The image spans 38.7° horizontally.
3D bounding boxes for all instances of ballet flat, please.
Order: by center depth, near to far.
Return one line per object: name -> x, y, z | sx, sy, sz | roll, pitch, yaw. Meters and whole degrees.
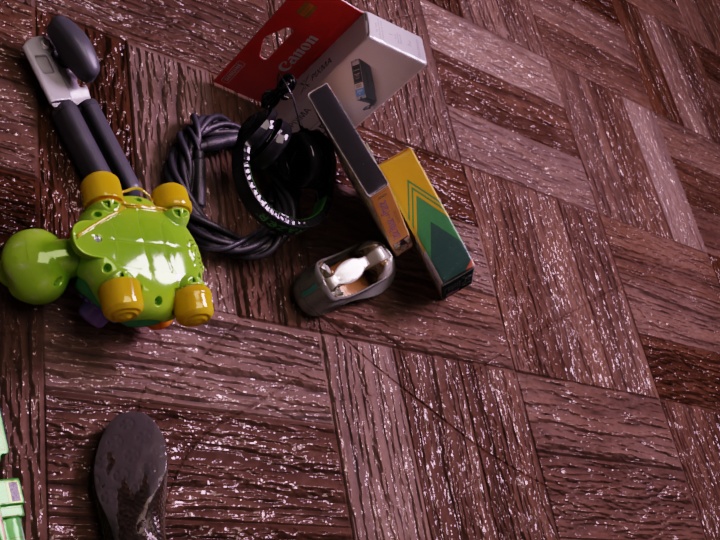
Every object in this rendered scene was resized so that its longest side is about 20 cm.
ballet flat -> -0.191, 0.217, 0.876 | 0.066, 0.047, 0.202 | -7, 57, -13
ballet flat -> 0.000, 0.000, 1.204 | 0.199, 0.064, 0.068 | -28, 82, -51

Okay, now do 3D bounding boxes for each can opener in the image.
can opener -> -0.279, -0.164, 1.044 | 0.053, 0.067, 0.202 | -18, 76, -49

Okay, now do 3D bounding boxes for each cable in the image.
cable -> -0.142, -0.097, 1.145 | 0.163, 0.051, 0.201 | 38, 42, -18

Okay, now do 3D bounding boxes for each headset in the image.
headset -> -0.092, -0.131, 1.154 | 0.122, 0.093, 0.203 | 21, 59, -34

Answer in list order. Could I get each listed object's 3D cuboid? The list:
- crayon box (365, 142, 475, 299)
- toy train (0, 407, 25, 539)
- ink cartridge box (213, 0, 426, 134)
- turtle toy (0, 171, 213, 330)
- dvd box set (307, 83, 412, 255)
crayon box -> 0.076, -0.070, 1.290 | 0.202, 0.050, 0.127 | 62, 0, 10
toy train -> -0.289, 0.192, 0.798 | 0.056, 0.041, 0.202 | 9, 56, -54
ink cartridge box -> -0.050, -0.234, 1.219 | 0.175, 0.199, 0.045 | 17, 52, -36
turtle toy -> -0.232, -0.006, 0.948 | 0.198, 0.101, 0.148 | 6, 58, -41
dvd box set -> 0.004, -0.112, 1.193 | 0.147, 0.029, 0.200 | 60, 0, 21
